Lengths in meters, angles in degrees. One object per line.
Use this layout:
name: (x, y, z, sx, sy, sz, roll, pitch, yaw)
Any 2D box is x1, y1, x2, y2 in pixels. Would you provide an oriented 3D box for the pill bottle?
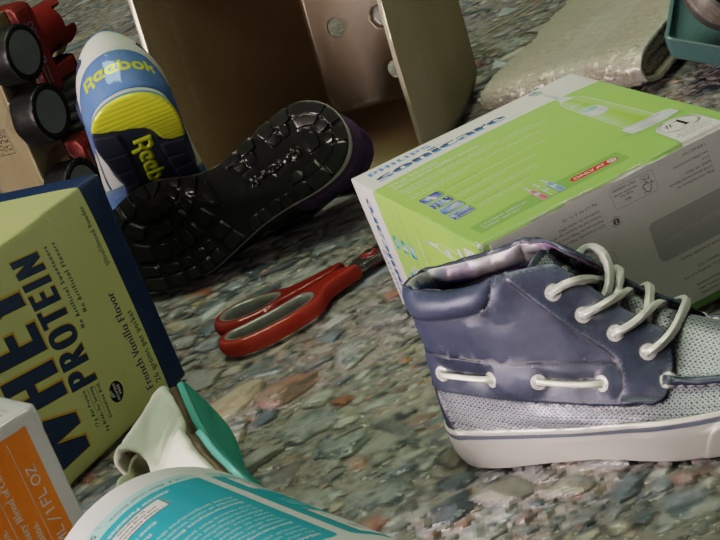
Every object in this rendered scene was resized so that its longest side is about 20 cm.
pill bottle: (-0.025, 0.137, 0.685, 0.111, 0.111, 0.200, -31, 20, -24)

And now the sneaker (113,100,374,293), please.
sneaker: (-0.079, -0.038, 1.336, 0.200, 0.076, 0.088, -27, -15, 16)

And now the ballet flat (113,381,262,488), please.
ballet flat: (-0.080, 0.105, 0.932, 0.069, 0.070, 0.200, -25, 14, -8)

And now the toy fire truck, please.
toy fire truck: (-0.253, -0.139, 1.615, 0.129, 0.176, 0.200, -11, 21, 32)

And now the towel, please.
towel: (0.176, -0.163, 1.415, 0.132, 0.035, 0.200, -12, 21, 34)

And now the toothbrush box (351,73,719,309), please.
toothbrush box: (0.101, -0.027, 1.037, 0.145, 0.086, 0.200, -27, 20, -12)

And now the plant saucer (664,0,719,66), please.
plant saucer: (0.244, -0.183, 1.352, 0.070, 0.019, 0.200, 11, 32, 6)

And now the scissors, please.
scissors: (0.000, 0.000, 1.199, 0.200, 0.014, 0.073, -26, 16, -14)

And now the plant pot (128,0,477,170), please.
plant pot: (-0.023, -0.170, 1.444, 0.200, 0.200, 0.177, -11, 9, 31)

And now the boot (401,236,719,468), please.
boot: (0.112, 0.029, 0.859, 0.200, 0.090, 0.073, -11, 21, 31)

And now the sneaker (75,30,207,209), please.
sneaker: (-0.149, -0.086, 1.357, 0.074, 0.200, 0.082, -21, 61, -10)

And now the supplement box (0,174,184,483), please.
supplement box: (-0.248, 0.060, 1.115, 0.200, 0.134, 0.200, -9, 22, 35)

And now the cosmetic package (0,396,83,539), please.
cosmetic package: (-0.221, 0.148, 0.895, 0.200, 0.102, 0.071, -34, 22, -29)

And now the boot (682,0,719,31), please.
boot: (0.302, -0.236, 1.258, 0.200, 0.069, 0.174, -28, -19, -38)
